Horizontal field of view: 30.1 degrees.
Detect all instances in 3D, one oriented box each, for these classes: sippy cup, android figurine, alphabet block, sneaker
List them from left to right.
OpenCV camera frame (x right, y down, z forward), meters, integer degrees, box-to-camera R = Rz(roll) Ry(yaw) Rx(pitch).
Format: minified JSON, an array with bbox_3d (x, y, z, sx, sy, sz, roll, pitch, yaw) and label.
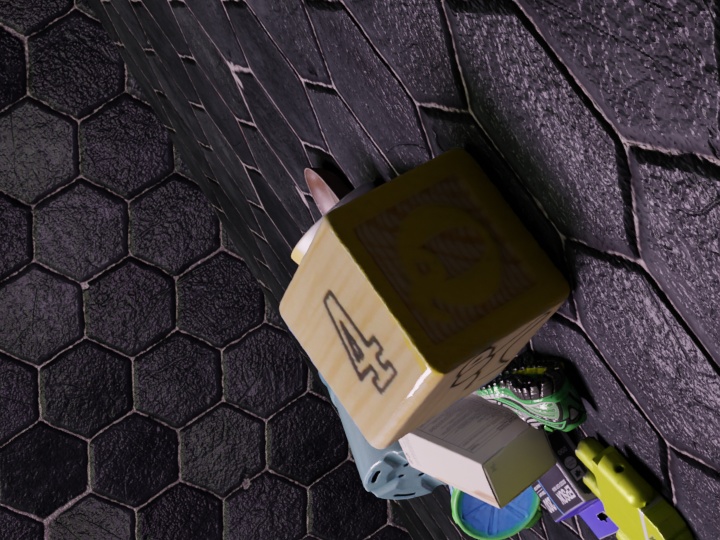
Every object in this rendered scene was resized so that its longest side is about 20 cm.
[{"bbox_3d":[0.060,0.030,1.370,0.197,0.195,0.200,52,148,13],"label":"alphabet block"},{"bbox_3d":[0.187,0.312,2.007,0.130,0.139,0.179,-118,8,-66],"label":"sippy cup"},{"bbox_3d":[0.198,0.151,1.567,0.086,0.078,0.200,57,170,-9],"label":"sneaker"},{"bbox_3d":[0.316,0.279,1.514,0.200,0.041,0.183,50,168,41],"label":"android figurine"}]

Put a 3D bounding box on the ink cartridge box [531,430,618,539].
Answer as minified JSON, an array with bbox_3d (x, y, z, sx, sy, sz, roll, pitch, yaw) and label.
[{"bbox_3d":[0.259,0.267,1.739,0.200,0.043,0.198,54,168,13],"label":"ink cartridge box"}]

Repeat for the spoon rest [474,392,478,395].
[{"bbox_3d":[0.137,0.120,1.753,0.201,0.060,0.099,67,168,-13],"label":"spoon rest"}]

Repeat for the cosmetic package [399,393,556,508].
[{"bbox_3d":[0.141,0.218,1.691,0.200,0.105,0.071,17,136,59],"label":"cosmetic package"}]

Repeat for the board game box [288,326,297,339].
[{"bbox_3d":[0.015,0.064,1.960,0.062,0.200,0.200,53,-176,21],"label":"board game box"}]

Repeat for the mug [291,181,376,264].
[{"bbox_3d":[0.007,-0.007,1.811,0.153,0.149,0.187,47,154,6],"label":"mug"}]

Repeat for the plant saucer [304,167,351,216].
[{"bbox_3d":[-0.018,-0.076,2.026,0.201,0.032,0.200,54,169,15],"label":"plant saucer"}]

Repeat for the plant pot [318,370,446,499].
[{"bbox_3d":[0.055,0.202,1.892,0.201,0.199,0.197,70,-176,-54],"label":"plant pot"}]
